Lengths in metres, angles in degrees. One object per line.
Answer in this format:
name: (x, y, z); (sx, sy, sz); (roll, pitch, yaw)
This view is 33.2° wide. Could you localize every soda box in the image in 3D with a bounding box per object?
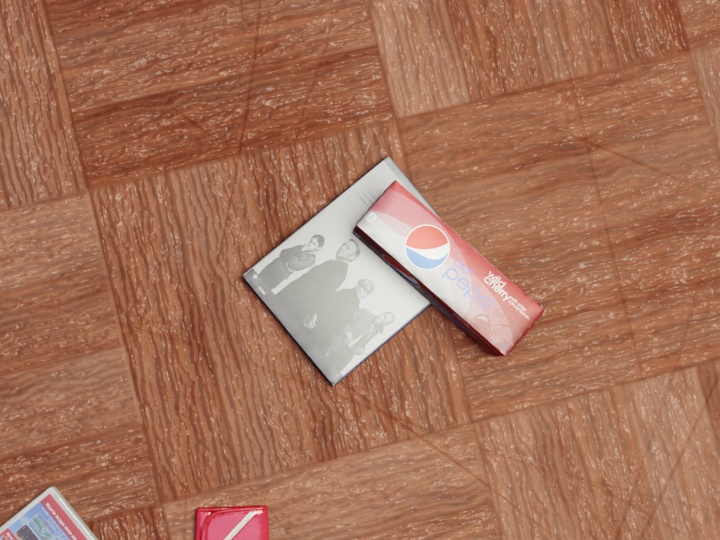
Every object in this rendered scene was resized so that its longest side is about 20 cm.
soda box: (0.087, 0.000, 1.222); (0.200, 0.070, 0.063); (41, 83, 0)

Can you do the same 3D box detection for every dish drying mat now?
dish drying mat: (-0.129, 0.341, 1.231); (0.077, 0.018, 0.200); (-1, 86, -5)

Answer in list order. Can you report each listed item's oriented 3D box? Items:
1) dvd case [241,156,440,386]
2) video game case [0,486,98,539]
dvd case: (0.000, 0.000, 1.264); (0.200, 0.025, 0.150); (-40, 89, -7)
video game case: (-0.345, 0.336, 1.216); (0.200, 0.017, 0.143); (-39, 89, -6)
